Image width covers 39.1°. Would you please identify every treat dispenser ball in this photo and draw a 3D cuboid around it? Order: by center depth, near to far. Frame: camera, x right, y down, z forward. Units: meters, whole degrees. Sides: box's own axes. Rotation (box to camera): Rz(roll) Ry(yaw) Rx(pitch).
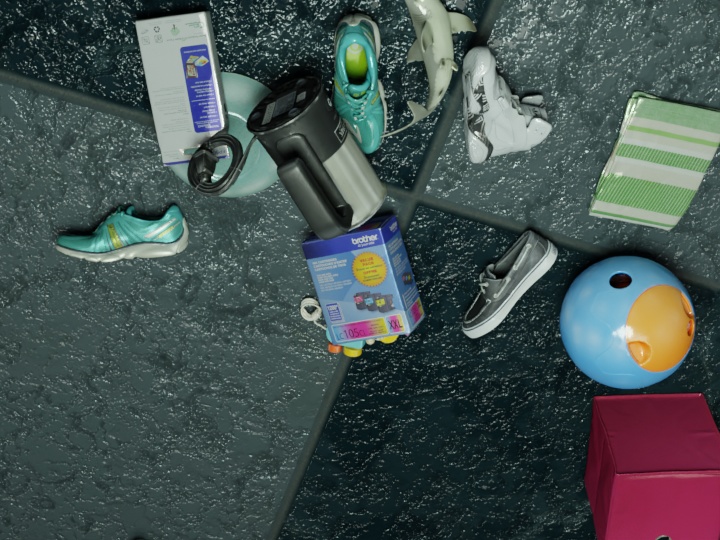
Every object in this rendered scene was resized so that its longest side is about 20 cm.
[{"bbox_3d":[0.404,0.079,1.538,0.200,0.201,0.201,0,124,0],"label":"treat dispenser ball"}]

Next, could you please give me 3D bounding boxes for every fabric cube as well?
[{"bbox_3d":[0.499,0.348,1.718,0.196,0.200,0.200,-1,123,2],"label":"fabric cube"}]

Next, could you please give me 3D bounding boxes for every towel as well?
[{"bbox_3d":[0.435,-0.156,1.491,0.152,0.023,0.200,11,122,-8],"label":"towel"}]

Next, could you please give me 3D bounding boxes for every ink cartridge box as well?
[{"bbox_3d":[-0.239,-0.248,1.387,0.099,0.039,0.201,-6,106,5],"label":"ink cartridge box"},{"bbox_3d":[0.000,0.000,1.525,0.136,0.076,0.201,-11,104,24],"label":"ink cartridge box"}]

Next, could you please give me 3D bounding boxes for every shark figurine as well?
[{"bbox_3d":[0.084,-0.278,1.364,0.128,0.215,0.089,9,170,-39],"label":"shark figurine"}]

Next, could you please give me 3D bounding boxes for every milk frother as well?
[{"bbox_3d":[-0.101,-0.127,1.375,0.200,0.181,0.188,-9,130,34],"label":"milk frother"}]

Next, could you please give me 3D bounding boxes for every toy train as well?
[{"bbox_3d":[0.010,0.050,1.611,0.200,0.056,0.150,-29,97,27],"label":"toy train"}]

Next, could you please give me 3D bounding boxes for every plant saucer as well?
[{"bbox_3d":[-0.195,-0.184,1.460,0.200,0.039,0.201,0,123,0],"label":"plant saucer"}]

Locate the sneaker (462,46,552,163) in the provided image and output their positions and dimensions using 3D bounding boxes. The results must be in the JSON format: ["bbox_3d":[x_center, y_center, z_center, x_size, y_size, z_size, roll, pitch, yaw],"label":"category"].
[{"bbox_3d":[0.201,-0.232,1.394,0.115,0.075,0.200,-8,143,0],"label":"sneaker"}]

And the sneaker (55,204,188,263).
[{"bbox_3d":[-0.361,-0.058,1.537,0.199,0.078,0.080,-7,104,-1],"label":"sneaker"}]

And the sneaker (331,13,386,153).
[{"bbox_3d":[-0.007,-0.246,1.386,0.077,0.080,0.200,-5,125,4],"label":"sneaker"}]

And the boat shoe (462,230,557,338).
[{"bbox_3d":[0.216,0.020,1.576,0.068,0.072,0.200,32,115,-22],"label":"boat shoe"}]
